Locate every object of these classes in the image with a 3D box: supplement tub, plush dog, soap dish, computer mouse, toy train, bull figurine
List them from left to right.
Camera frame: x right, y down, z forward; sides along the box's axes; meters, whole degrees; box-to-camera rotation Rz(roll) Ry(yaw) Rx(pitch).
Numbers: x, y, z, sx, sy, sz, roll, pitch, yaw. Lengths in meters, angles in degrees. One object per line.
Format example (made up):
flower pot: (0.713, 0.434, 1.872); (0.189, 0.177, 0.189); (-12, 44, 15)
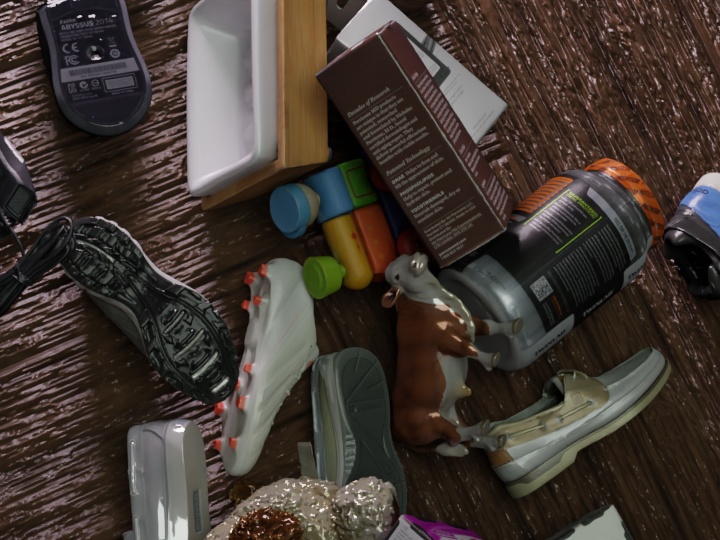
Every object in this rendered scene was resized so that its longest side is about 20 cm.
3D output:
computer mouse: (-0.336, -0.048, 1.494); (0.140, 0.046, 0.200); (-45, 71, 9)
computer mouse: (-0.240, -0.201, 1.560); (0.138, 0.053, 0.201); (-6, 66, -14)
soap dish: (-0.091, -0.165, 1.539); (0.081, 0.157, 0.201); (7, 74, -30)
plush dog: (-0.083, 0.241, 1.420); (0.160, 0.201, 0.172); (35, 25, 20)
toy train: (0.000, 0.000, 1.540); (0.115, 0.085, 0.201); (-19, 87, -34)
bull figurine: (0.073, 0.076, 1.514); (0.121, 0.201, 0.065); (19, 32, 29)
supplement tub: (0.179, -0.010, 1.584); (0.200, 0.123, 0.123); (-36, 88, -19)

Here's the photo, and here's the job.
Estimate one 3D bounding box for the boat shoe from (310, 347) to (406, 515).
boat shoe: (-0.009, 0.172, 1.528); (0.074, 0.065, 0.203); (-4, 83, -35)

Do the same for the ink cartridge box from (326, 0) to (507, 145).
ink cartridge box: (0.026, -0.178, 1.587); (0.200, 0.116, 0.068); (41, 69, -2)

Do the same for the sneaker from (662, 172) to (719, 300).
sneaker: (0.378, 0.007, 1.655); (0.200, 0.077, 0.111); (43, 64, 3)

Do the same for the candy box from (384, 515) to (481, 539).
candy box: (0.026, 0.304, 1.416); (0.061, 0.136, 0.200); (39, 98, 30)

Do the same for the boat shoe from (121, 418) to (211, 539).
boat shoe: (-0.171, 0.228, 1.465); (0.068, 0.072, 0.201); (-2, 93, 17)

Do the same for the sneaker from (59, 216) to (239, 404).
sneaker: (-0.180, 0.035, 1.496); (0.074, 0.079, 0.200); (-43, 85, -10)

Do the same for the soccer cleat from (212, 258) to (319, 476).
soccer cleat: (-0.076, 0.088, 1.524); (0.077, 0.069, 0.201); (18, 74, -25)

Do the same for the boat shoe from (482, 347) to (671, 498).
boat shoe: (0.200, 0.125, 1.582); (0.200, 0.075, 0.069); (-36, 93, -19)

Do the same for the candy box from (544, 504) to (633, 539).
candy box: (0.173, 0.318, 1.535); (0.199, 0.061, 0.137); (-27, 84, -18)

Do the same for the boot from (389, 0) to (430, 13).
boot: (0.001, -0.322, 1.594); (0.199, 0.155, 0.074); (22, 72, -9)

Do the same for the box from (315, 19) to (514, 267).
box: (0.049, -0.111, 1.481); (0.075, 0.100, 0.201); (-30, 97, 15)
